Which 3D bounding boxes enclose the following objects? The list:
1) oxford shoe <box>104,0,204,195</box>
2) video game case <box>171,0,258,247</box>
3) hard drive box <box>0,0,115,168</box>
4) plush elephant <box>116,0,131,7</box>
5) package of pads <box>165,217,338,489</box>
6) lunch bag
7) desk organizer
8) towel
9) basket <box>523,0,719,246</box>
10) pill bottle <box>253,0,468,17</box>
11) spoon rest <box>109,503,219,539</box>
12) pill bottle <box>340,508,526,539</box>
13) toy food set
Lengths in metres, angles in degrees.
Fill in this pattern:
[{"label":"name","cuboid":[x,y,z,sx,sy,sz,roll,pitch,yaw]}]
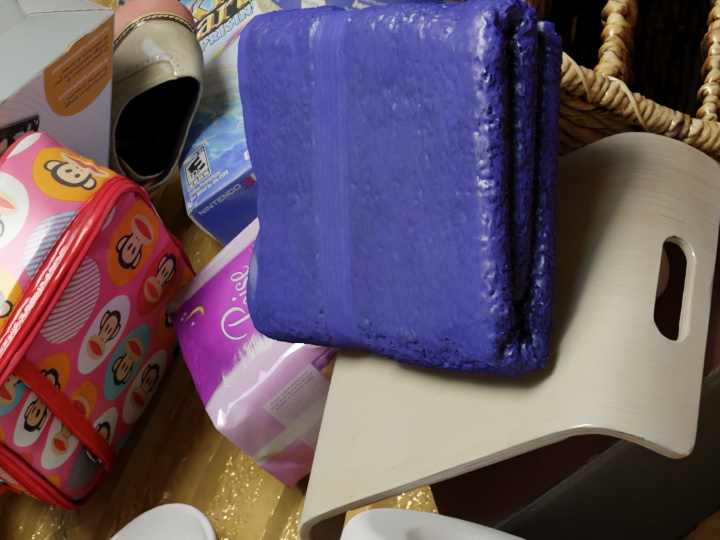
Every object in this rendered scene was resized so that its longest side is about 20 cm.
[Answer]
[{"label":"oxford shoe","cuboid":[-0.149,-0.061,1.152,0.200,0.070,0.075,-61,36,32]},{"label":"video game case","cuboid":[-0.027,-0.136,1.158,0.200,0.045,0.182,-35,41,17]},{"label":"hard drive box","cuboid":[-0.205,-0.034,1.070,0.076,0.201,0.156,21,40,16]},{"label":"plush elephant","cuboid":[-0.133,-0.248,1.238,0.164,0.155,0.201,23,83,25]},{"label":"package of pads","cuboid":[0.000,0.000,1.001,0.200,0.076,0.121,-42,36,8]},{"label":"lunch bag","cuboid":[-0.165,0.041,1.026,0.082,0.200,0.177,26,76,16]},{"label":"desk organizer","cuboid":[0.124,0.058,0.845,0.200,0.072,0.077,-37,38,14]},{"label":"towel","cuboid":[0.015,-0.037,0.825,0.200,0.049,0.149,7,101,59]},{"label":"basket","cuboid":[0.141,-0.128,0.883,0.142,0.149,0.201,7,59,12]},{"label":"pill bottle","cuboid":[0.026,-0.198,0.958,0.120,0.119,0.201,48,129,50]},{"label":"spoon rest","cuboid":[-0.094,0.191,0.947,0.099,0.061,0.200,-39,41,12]},{"label":"pill bottle","cuboid":[0.023,0.203,0.753,0.119,0.119,0.201,22,98,49]},{"label":"toy food set","cuboid":[0.060,0.039,0.831,0.200,0.060,0.144,-25,40,42]}]
